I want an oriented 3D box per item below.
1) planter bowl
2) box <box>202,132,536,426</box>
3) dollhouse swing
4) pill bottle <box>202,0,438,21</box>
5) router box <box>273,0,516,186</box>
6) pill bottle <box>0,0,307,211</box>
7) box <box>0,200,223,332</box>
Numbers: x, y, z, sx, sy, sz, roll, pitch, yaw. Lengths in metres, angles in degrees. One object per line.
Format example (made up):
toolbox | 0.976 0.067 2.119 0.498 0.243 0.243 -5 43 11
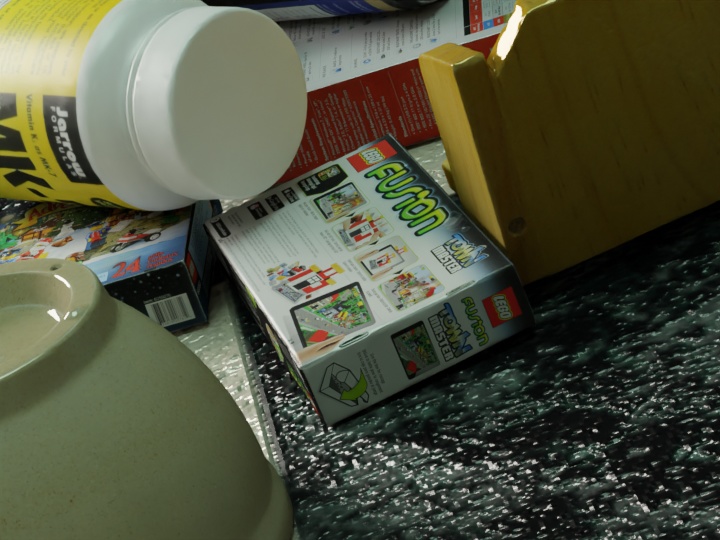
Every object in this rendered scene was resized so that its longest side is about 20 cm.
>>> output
planter bowl | -0.144 0.080 1.244 0.200 0.135 0.200 -17 26 8
box | 0.000 0.000 1.411 0.110 0.035 0.200 -25 25 -6
dollhouse swing | 0.122 -0.110 1.414 0.200 0.182 0.176 -24 36 -7
pill bottle | -0.047 -0.195 1.639 0.200 0.112 0.112 -1 31 35
router box | 0.013 -0.129 1.652 0.179 0.049 0.200 -16 25 10
pill bottle | -0.129 -0.089 1.509 0.200 0.114 0.114 5 35 44
box | -0.174 0.008 1.527 0.200 0.038 0.137 -16 25 8
